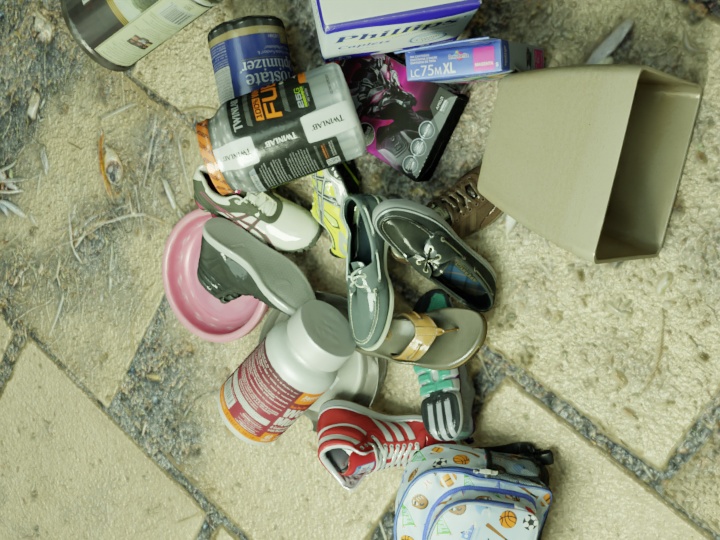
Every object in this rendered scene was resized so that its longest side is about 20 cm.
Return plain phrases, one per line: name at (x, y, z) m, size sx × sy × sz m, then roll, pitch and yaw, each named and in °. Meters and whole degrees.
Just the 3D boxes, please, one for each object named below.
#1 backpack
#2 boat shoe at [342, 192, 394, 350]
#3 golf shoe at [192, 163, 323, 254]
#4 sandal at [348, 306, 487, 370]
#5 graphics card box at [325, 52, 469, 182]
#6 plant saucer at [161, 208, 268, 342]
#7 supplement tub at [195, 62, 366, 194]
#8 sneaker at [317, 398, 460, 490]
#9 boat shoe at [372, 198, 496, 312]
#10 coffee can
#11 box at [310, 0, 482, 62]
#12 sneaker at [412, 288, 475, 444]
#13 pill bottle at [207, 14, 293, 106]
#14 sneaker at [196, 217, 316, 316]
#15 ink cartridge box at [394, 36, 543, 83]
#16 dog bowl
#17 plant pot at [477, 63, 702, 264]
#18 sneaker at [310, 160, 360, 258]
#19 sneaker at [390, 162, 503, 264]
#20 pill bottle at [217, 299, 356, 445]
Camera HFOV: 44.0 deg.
backpack at (0.134, 0.315, 1.121) m, size 0.187 × 0.154 × 0.203 m, roll 13°, pitch 102°, yaw 7°
boat shoe at (0.000, 0.000, 1.141) m, size 0.072 × 0.061 × 0.204 m, roll -2°, pitch 82°, yaw 41°
golf shoe at (-0.147, -0.086, 1.245) m, size 0.197 × 0.088 × 0.078 m, roll 22°, pitch 73°, yaw 6°
sandal at (0.064, 0.079, 1.140) m, size 0.197 × 0.054 × 0.083 m, roll 5°, pitch 79°, yaw 27°
graphics card box at (0.032, -0.220, 1.188) m, size 0.199 × 0.051 × 0.127 m, roll 35°, pitch 110°, yaw 19°
plant saucer at (-0.208, 0.004, 1.342) m, size 0.198 × 0.051 × 0.204 m, roll 3°, pitch 97°, yaw 27°
supplement tub at (-0.100, -0.174, 1.132) m, size 0.197 × 0.123 × 0.124 m, roll -20°, pitch 87°, yaw 3°
sneaker at (0.036, 0.239, 1.170) m, size 0.197 × 0.113 × 0.072 m, roll 12°, pitch 119°, yaw -2°
boat shoe at (0.098, -0.017, 1.110) m, size 0.199 × 0.057 × 0.069 m, roll 33°, pitch 122°, yaw -23°
coffee can at (-0.314, -0.403, 1.296) m, size 0.198 × 0.146 × 0.148 m, roll -25°, pitch 84°, yaw 27°
box at (0.033, -0.328, 1.057) m, size 0.181 × 0.200 × 0.107 m, roll -10°, pitch 92°, yaw -1°
sneaker at (0.113, 0.129, 1.183) m, size 0.074 × 0.087 × 0.203 m, roll -14°, pitch 65°, yaw 29°
pill bottle at (-0.142, -0.240, 1.243) m, size 0.110 × 0.111 × 0.203 m, roll -11°, pitch 91°, yaw 28°
sneaker at (-0.149, 0.020, 1.250) m, size 0.199 × 0.071 × 0.100 m, roll 38°, pitch 135°, yaw 8°
ink cartridge box at (0.132, -0.244, 1.047) m, size 0.118 × 0.199 × 0.043 m, roll 0°, pitch 97°, yaw 28°
dog bowl at (-0.050, 0.126, 1.267) m, size 0.197 × 0.058 × 0.204 m, roll 4°, pitch 98°, yaw 28°
plant pot at (0.249, -0.132, 1.013) m, size 0.175 × 0.198 × 0.203 m, roll 19°, pitch 105°, yaw 36°
sneaker at (-0.043, -0.111, 1.227) m, size 0.076 × 0.075 × 0.203 m, roll -23°, pitch 84°, yaw 27°
sneaker at (0.120, -0.070, 1.144) m, size 0.200 × 0.075 × 0.071 m, roll -44°, pitch 76°, yaw 25°
pill bottle at (-0.098, 0.136, 1.189) m, size 0.110 × 0.109 × 0.200 m, roll 52°, pitch 122°, yaw 13°
